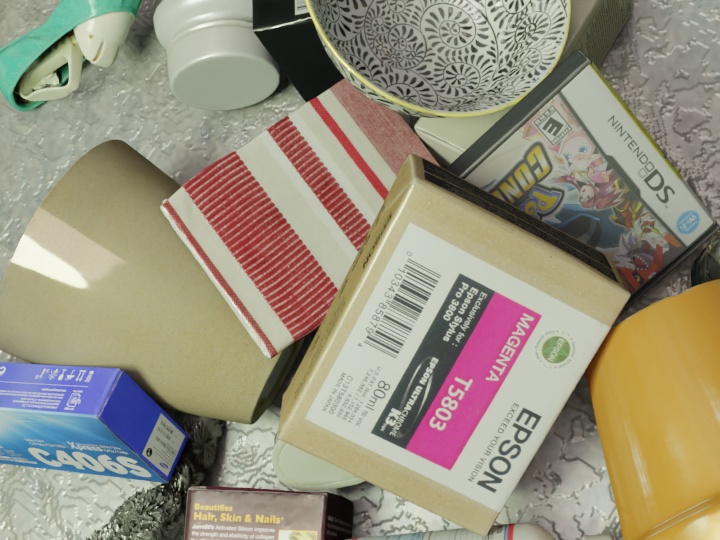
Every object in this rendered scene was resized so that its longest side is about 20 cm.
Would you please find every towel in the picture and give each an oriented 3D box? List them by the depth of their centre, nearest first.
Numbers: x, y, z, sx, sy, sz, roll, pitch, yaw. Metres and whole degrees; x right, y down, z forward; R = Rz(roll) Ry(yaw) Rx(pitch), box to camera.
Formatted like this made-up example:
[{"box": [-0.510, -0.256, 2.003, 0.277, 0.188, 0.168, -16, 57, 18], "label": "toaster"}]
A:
[{"box": [-0.031, -0.046, 0.872, 0.199, 0.023, 0.145, -35, 82, -20], "label": "towel"}]

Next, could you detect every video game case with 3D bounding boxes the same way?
[{"box": [0.132, -0.024, 0.831, 0.200, 0.181, 0.026, -42, 30, 10], "label": "video game case"}]

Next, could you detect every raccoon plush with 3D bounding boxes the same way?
[{"box": [-0.184, 0.209, 0.918, 0.132, 0.097, 0.202, -6, 42, 26], "label": "raccoon plush"}]

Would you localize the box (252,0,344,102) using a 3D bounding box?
[{"box": [-0.034, -0.262, 0.970, 0.078, 0.141, 0.203, -8, 71, 17], "label": "box"}]

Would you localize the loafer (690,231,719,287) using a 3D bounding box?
[{"box": [0.305, 0.058, 0.823, 0.072, 0.072, 0.201, -37, 69, 0], "label": "loafer"}]

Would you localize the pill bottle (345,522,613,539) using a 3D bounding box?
[{"box": [0.081, 0.234, 0.808, 0.197, 0.109, 0.111, -7, 72, 12], "label": "pill bottle"}]

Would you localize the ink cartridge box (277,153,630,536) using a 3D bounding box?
[{"box": [0.058, 0.052, 0.779, 0.163, 0.075, 0.202, 26, 106, -7], "label": "ink cartridge box"}]

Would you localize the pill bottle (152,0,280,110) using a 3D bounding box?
[{"box": [-0.125, -0.250, 1.005, 0.111, 0.113, 0.203, -11, 70, 11], "label": "pill bottle"}]

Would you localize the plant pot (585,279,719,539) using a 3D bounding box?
[{"box": [0.238, 0.115, 0.757, 0.198, 0.200, 0.185, -25, 67, 6], "label": "plant pot"}]

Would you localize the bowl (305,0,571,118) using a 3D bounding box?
[{"box": [0.044, -0.187, 0.843, 0.197, 0.094, 0.204, 4, 73, -14], "label": "bowl"}]

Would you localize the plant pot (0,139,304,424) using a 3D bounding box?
[{"box": [-0.147, 0.031, 0.905, 0.198, 0.187, 0.189, 29, 82, 7], "label": "plant pot"}]

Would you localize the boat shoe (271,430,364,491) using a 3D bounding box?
[{"box": [0.033, 0.121, 0.874, 0.197, 0.062, 0.074, -6, 109, 4], "label": "boat shoe"}]

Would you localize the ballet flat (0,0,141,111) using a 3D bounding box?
[{"box": [-0.248, -0.200, 1.027, 0.199, 0.067, 0.071, -28, 78, 31], "label": "ballet flat"}]

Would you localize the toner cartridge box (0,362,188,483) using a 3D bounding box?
[{"box": [-0.238, 0.115, 0.901, 0.198, 0.095, 0.044, -1, 51, 33], "label": "toner cartridge box"}]

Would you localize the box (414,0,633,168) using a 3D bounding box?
[{"box": [0.133, -0.161, 0.923, 0.077, 0.095, 0.201, 30, 82, 22], "label": "box"}]

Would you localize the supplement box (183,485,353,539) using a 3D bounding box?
[{"box": [-0.070, 0.264, 0.850, 0.109, 0.086, 0.203, -1, 74, 14], "label": "supplement box"}]
